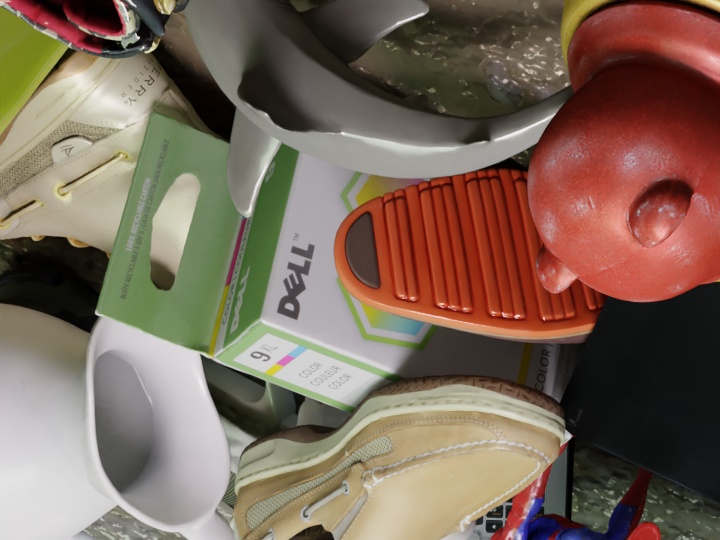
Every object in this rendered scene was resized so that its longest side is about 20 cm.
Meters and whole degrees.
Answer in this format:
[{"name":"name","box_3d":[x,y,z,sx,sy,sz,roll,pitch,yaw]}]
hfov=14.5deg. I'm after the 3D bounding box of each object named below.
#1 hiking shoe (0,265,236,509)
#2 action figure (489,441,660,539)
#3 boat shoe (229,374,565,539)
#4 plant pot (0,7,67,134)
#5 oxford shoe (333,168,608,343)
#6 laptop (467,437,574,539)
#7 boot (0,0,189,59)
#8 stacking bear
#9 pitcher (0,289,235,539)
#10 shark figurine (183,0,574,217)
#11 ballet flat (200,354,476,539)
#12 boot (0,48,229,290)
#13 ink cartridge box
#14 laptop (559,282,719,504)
[{"name":"hiking shoe","box_3d":[-0.123,0.089,1.447,0.200,0.101,0.076,34,150,-12]},{"name":"action figure","box_3d":[0.109,0.099,1.199,0.065,0.099,0.200,22,170,-14]},{"name":"boat shoe","box_3d":[0.013,0.099,1.173,0.071,0.077,0.200,26,152,-24]},{"name":"plant pot","box_3d":[-0.243,-0.092,1.185,0.181,0.200,0.199,40,147,-9]},{"name":"oxford shoe","box_3d":[0.081,0.005,1.146,0.199,0.072,0.073,3,157,-16]},{"name":"laptop","box_3d":[-0.006,0.075,1.335,0.187,0.201,0.116,-2,173,38]},{"name":"boot","box_3d":[-0.038,-0.128,1.014,0.203,0.154,0.074,28,149,-4]},{"name":"stacking bear","box_3d":[0.117,-0.076,0.935,0.114,0.201,0.121,40,146,-22]},{"name":"pitcher","box_3d":[-0.143,0.095,1.306,0.199,0.121,0.172,-7,114,42]},{"name":"shark figurine","box_3d":[0.000,-0.067,1.090,0.214,0.129,0.089,17,-170,23]},{"name":"ballet flat","box_3d":[-0.034,0.068,1.302,0.199,0.070,0.070,25,152,29]},{"name":"boot","box_3d":[-0.108,-0.019,1.296,0.155,0.073,0.200,40,140,-9]},{"name":"ink cartridge box","box_3d":[0.000,0.000,1.188,0.199,0.104,0.059,21,153,-16]},{"name":"laptop","box_3d":[0.201,0.022,1.111,0.104,0.199,0.177,58,157,21]}]
